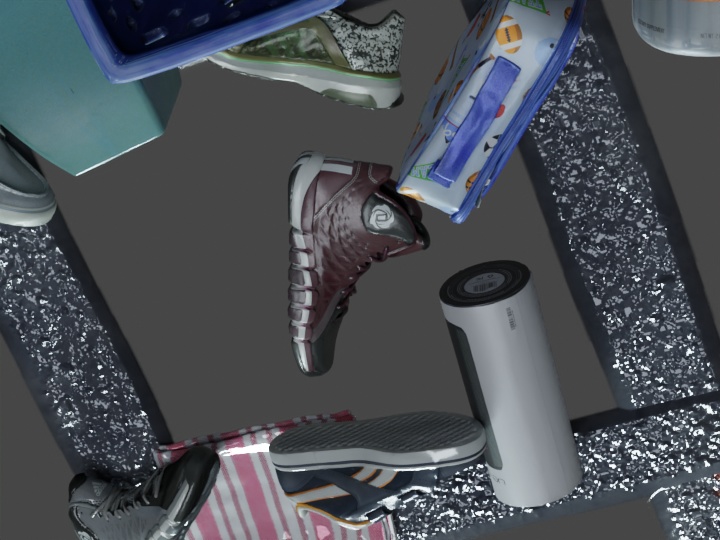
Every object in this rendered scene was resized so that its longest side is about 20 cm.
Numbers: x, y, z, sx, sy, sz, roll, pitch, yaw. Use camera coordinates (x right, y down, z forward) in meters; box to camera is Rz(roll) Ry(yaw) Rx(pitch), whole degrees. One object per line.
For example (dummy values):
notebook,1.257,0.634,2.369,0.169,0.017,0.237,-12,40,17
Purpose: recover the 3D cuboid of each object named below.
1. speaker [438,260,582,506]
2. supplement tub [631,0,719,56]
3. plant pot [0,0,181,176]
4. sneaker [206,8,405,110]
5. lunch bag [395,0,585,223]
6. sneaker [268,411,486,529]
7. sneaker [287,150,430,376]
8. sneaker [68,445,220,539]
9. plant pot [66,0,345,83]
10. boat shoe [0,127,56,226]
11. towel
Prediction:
speaker,0.128,0.097,1.668,0.081,0.081,0.201,-10,115,14
supplement tub,0.255,-0.266,1.435,0.122,0.123,0.201,-1,116,10
plant pot,-0.235,-0.188,1.555,0.141,0.142,0.200,-23,118,20
sneaker,-0.053,-0.194,1.563,0.199,0.077,0.089,15,106,-4
lunch bag,0.099,-0.134,1.507,0.075,0.160,0.200,27,117,-5
sneaker,0.022,0.170,1.693,0.199,0.078,0.080,-6,111,29
sneaker,0.000,0.000,1.644,0.115,0.076,0.201,2,117,5
sneaker,-0.206,0.206,1.770,0.115,0.075,0.200,34,130,6
plant pot,-0.119,-0.281,1.456,0.199,0.180,0.201,-17,114,15
boat shoe,-0.336,-0.109,1.645,0.200,0.070,0.072,31,124,-3
towel,-0.077,0.206,1.787,0.199,0.030,0.147,-12,114,16
